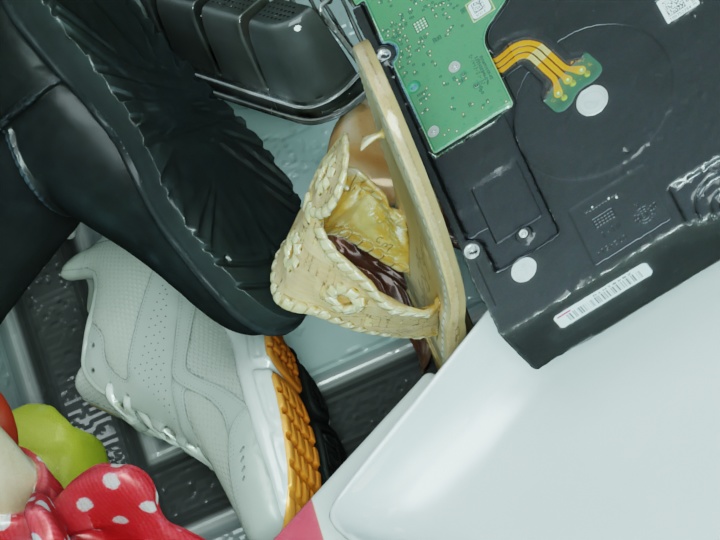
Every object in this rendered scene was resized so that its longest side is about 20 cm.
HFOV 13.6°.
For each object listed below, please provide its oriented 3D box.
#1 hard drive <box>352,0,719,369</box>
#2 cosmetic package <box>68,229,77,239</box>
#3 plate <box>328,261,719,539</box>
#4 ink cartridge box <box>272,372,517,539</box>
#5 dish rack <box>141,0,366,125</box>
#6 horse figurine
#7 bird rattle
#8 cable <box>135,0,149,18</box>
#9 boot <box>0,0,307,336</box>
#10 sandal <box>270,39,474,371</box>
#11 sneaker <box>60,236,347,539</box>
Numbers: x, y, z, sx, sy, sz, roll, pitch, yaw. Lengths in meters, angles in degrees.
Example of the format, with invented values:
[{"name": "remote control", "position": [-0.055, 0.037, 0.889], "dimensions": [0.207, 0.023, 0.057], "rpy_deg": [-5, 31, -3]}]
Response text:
[{"name": "hard drive", "position": [0.083, -0.077, 1.131], "dimensions": [0.139, 0.038, 0.201], "rpy_deg": [-32, 53, 11]}, {"name": "cosmetic package", "position": [-0.223, -0.063, 1.352], "dimensions": [0.199, 0.083, 0.051], "rpy_deg": [5, 59, 20]}, {"name": "plate", "position": [0.118, 0.060, 1.074], "dimensions": [0.200, 0.032, 0.200], "rpy_deg": [28, 73, 39]}, {"name": "ink cartridge box", "position": [0.058, 0.155, 1.115], "dimensions": [0.200, 0.084, 0.145], "rpy_deg": [34, 71, 33]}, {"name": "dish rack", "position": [-0.001, -0.156, 1.339], "dimensions": [0.200, 0.055, 0.153], "rpy_deg": [-43, 35, -19]}, {"name": "horse figurine", "position": [0.038, -0.057, 1.286], "dimensions": [0.132, 0.050, 0.201], "rpy_deg": [18, 61, 19]}, {"name": "bird rattle", "position": [-0.150, 0.090, 1.159], "dimensions": [0.163, 0.200, 0.113], "rpy_deg": [45, 81, -7]}, {"name": "cable", "position": [-0.124, -0.112, 1.318], "dimensions": [0.050, 0.098, 0.200], "rpy_deg": [-20, 35, -9]}, {"name": "boot", "position": [-0.124, -0.021, 1.217], "dimensions": [0.162, 0.073, 0.199], "rpy_deg": [-41, 85, 34]}, {"name": "sandal", "position": [0.002, 0.004, 1.146], "dimensions": [0.069, 0.212, 0.078], "rpy_deg": [-23, 53, -1]}, {"name": "sneaker", "position": [-0.068, 0.052, 1.240], "dimensions": [0.092, 0.076, 0.200], "rpy_deg": [-28, 45, 7]}]
